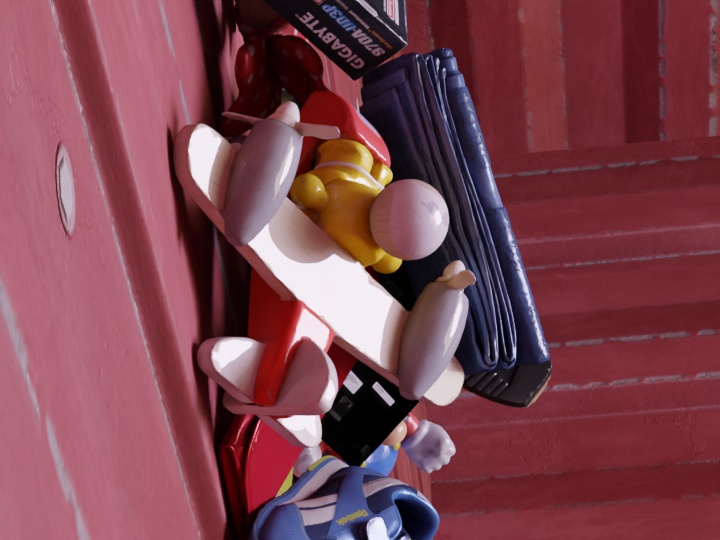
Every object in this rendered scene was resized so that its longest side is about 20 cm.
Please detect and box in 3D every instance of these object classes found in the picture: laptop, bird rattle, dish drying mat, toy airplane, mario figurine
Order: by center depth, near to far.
[{"bbox_3d":[-0.015,-0.004,1.318,0.200,0.141,0.200,-20,89,-62],"label":"toy airplane"},{"bbox_3d":[-0.032,0.065,1.405,0.200,0.018,0.077,-59,151,-44],"label":"dish drying mat"},{"bbox_3d":[-0.062,-0.178,1.497,0.200,0.112,0.164,-61,136,-60],"label":"bird rattle"},{"bbox_3d":[0.000,0.000,1.567,0.103,0.200,0.177,39,-5,37],"label":"laptop"},{"bbox_3d":[0.006,0.132,1.696,0.124,0.105,0.201,-65,163,-44],"label":"mario figurine"}]

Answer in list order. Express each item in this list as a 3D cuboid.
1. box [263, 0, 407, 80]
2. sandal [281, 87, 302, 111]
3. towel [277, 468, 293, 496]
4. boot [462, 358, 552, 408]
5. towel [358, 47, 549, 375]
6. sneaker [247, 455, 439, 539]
[{"bbox_3d":[-0.039,-0.236,1.439,0.159,0.046,0.201,39,34,-35],"label":"box"},{"bbox_3d":[-0.046,-0.023,1.571,0.081,0.054,0.201,-20,104,-42],"label":"sandal"},{"bbox_3d":[-0.045,0.232,1.514,0.144,0.023,0.201,-83,168,-67],"label":"towel"},{"bbox_3d":[0.054,0.056,1.747,0.077,0.200,0.139,-46,158,-21],"label":"boot"},{"bbox_3d":[0.050,-0.031,1.441,0.112,0.048,0.201,-15,-87,71],"label":"towel"},{"bbox_3d":[-0.016,0.168,1.376,0.200,0.082,0.074,-45,146,-61],"label":"sneaker"}]
